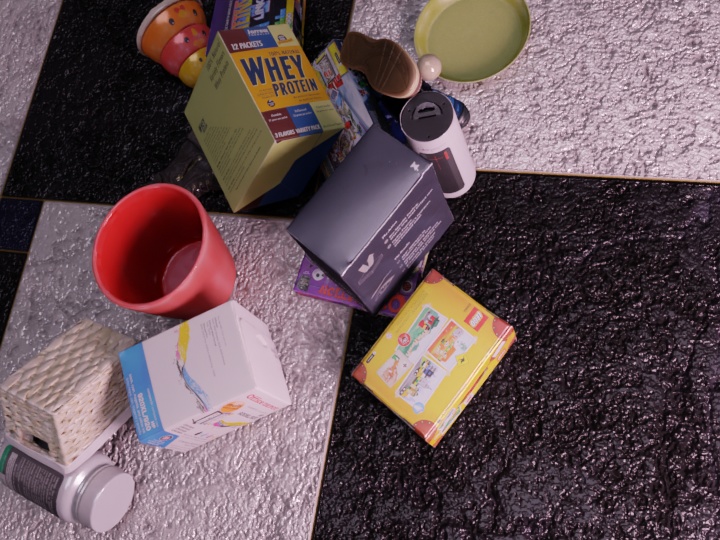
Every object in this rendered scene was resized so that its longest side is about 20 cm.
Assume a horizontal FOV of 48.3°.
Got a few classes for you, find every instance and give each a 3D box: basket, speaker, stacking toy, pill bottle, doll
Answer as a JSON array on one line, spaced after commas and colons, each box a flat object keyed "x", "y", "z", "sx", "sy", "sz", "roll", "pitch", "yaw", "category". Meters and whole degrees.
[{"x": -0.439, "y": 0.185, "z": 1.243, "sx": 0.133, "sy": 0.125, "sz": 0.200, "roll": 18, "pitch": 39, "yaw": 21, "category": "basket"}, {"x": 0.119, "y": -0.185, "z": 1.205, "sx": 0.080, "sy": 0.200, "sz": 0.083, "roll": -5, "pitch": 70, "yaw": 15, "category": "speaker"}, {"x": -0.296, "y": -0.383, "z": 1.460, "sx": 0.146, "sy": 0.146, "sz": 0.201, "roll": -40, "pitch": 83, "yaw": 0, "category": "stacking toy"}, {"x": -0.460, "y": 0.323, "z": 1.258, "sx": 0.197, "sy": 0.113, "sz": 0.115, "roll": 20, "pitch": 78, "yaw": 22, "category": "pill bottle"}, {"x": 0.059, "y": -0.259, "z": 1.268, "sx": 0.137, "sy": 0.048, "sz": 0.200, "roll": 50, "pitch": 127, "yaw": 12, "category": "doll"}]

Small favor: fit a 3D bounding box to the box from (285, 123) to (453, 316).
[{"x": 0.021, "y": -0.067, "z": 1.168, "sx": 0.117, "sy": 0.200, "sz": 0.197, "roll": 37, "pitch": 84, "yaw": 23, "category": "box"}]

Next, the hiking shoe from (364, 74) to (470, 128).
[{"x": 0.085, "y": -0.280, "z": 1.311, "sx": 0.197, "sy": 0.087, "sz": 0.075, "roll": 24, "pitch": 80, "yaw": 23, "category": "hiking shoe"}]

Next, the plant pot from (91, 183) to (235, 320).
[{"x": -0.296, "y": -0.012, "z": 1.286, "sx": 0.196, "sy": 0.177, "sz": 0.204, "roll": -6, "pitch": 70, "yaw": 15, "category": "plant pot"}]

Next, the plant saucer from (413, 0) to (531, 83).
[{"x": 0.188, "y": -0.398, "z": 1.351, "sx": 0.196, "sy": 0.031, "sz": 0.204, "roll": -6, "pitch": 71, "yaw": 16, "category": "plant saucer"}]

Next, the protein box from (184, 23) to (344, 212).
[{"x": -0.158, "y": -0.240, "z": 1.277, "sx": 0.133, "sy": 0.199, "sz": 0.202, "roll": -18, "pitch": 72, "yaw": -36, "category": "protein box"}]

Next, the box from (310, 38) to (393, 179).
[{"x": -0.032, "y": -0.247, "z": 1.298, "sx": 0.136, "sy": 0.037, "sz": 0.203, "roll": -36, "pitch": 73, "yaw": 41, "category": "box"}]

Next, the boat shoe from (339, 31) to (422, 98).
[{"x": 0.043, "y": -0.302, "z": 1.195, "sx": 0.200, "sy": 0.071, "sz": 0.073, "roll": 41, "pitch": 113, "yaw": 50, "category": "boat shoe"}]

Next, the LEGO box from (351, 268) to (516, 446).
[{"x": 0.108, "y": 0.126, "z": 1.171, "sx": 0.148, "sy": 0.077, "sz": 0.201, "roll": 37, "pitch": 85, "yaw": 24, "category": "LEGO box"}]

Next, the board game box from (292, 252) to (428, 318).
[{"x": 0.000, "y": 0.000, "z": 1.276, "sx": 0.196, "sy": 0.032, "sz": 0.122, "roll": 12, "pitch": 80, "yaw": 20, "category": "board game box"}]

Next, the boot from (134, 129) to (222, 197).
[{"x": -0.290, "y": -0.132, "z": 1.395, "sx": 0.175, "sy": 0.069, "sz": 0.200, "roll": -49, "pitch": 61, "yaw": 3, "category": "boot"}]

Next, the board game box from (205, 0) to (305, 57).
[{"x": -0.182, "y": -0.441, "z": 1.429, "sx": 0.162, "sy": 0.057, "sz": 0.203, "roll": -12, "pitch": 48, "yaw": 11, "category": "board game box"}]

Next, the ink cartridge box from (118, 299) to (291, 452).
[{"x": -0.232, "y": 0.165, "z": 1.223, "sx": 0.197, "sy": 0.147, "sz": 0.147, "roll": -25, "pitch": 67, "yaw": 8, "category": "ink cartridge box"}]
